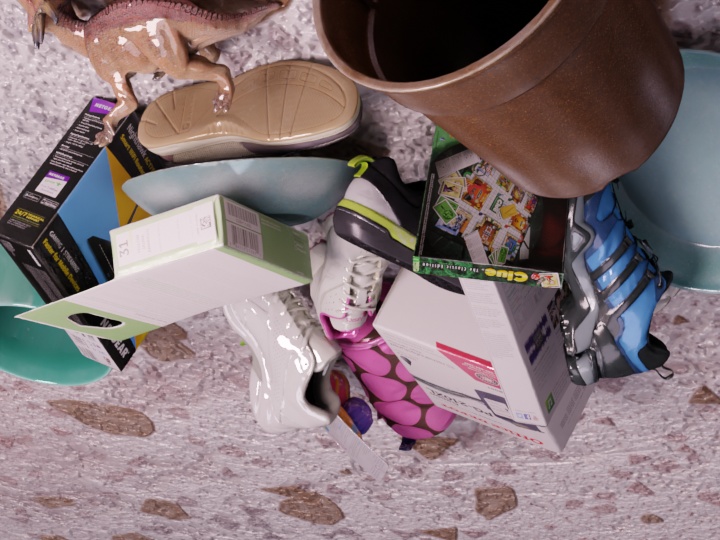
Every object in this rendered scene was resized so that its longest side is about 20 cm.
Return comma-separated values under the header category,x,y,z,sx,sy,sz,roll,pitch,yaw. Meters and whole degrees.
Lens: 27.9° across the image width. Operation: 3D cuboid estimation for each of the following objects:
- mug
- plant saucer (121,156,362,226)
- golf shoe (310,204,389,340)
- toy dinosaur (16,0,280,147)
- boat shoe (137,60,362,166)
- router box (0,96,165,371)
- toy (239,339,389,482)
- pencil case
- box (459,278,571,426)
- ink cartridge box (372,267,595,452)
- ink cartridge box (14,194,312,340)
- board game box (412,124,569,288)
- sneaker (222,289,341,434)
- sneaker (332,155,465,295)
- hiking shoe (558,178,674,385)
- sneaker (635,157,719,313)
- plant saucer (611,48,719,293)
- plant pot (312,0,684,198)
category,x,y,z,sx,sy,sz,roll,pitch,yaw
mug,-0.284,0.021,1.379,0.184,0.115,0.152,-18,138,36
plant saucer,-0.094,-0.057,1.186,0.199,0.039,0.201,-5,174,0
golf shoe,0.000,0.000,1.256,0.075,0.092,0.200,-4,163,-13
toy dinosaur,-0.166,-0.179,1.070,0.199,0.086,0.136,-10,136,20
boat shoe,-0.082,-0.116,1.155,0.199,0.072,0.065,-7,153,26
router box,-0.218,-0.028,1.248,0.051,0.150,0.200,20,154,26
toy,-0.036,0.123,1.463,0.200,0.047,0.115,41,166,8
pencil case,0.031,0.093,1.431,0.093,0.091,0.200,1,145,24
box,0.137,0.002,1.151,0.036,0.145,0.201,5,132,35
ink cartridge box,0.118,0.077,1.321,0.144,0.085,0.200,19,163,28
ink cartridge box,-0.158,0.003,1.165,0.199,0.048,0.145,-15,163,23
board game box,0.101,-0.074,1.040,0.104,0.201,0.024,5,140,8
sneaker,-0.062,0.056,1.348,0.099,0.078,0.201,-4,111,35
sneaker,0.069,-0.033,1.159,0.199,0.083,0.072,26,175,-33
hiking shoe,0.194,-0.010,1.110,0.086,0.074,0.201,-5,113,3
sneaker,0.245,-0.037,1.197,0.083,0.081,0.200,28,138,2
plant saucer,0.255,-0.078,1.083,0.199,0.036,0.201,17,127,23
plant pot,0.105,-0.157,0.937,0.199,0.202,0.198,-12,150,31
